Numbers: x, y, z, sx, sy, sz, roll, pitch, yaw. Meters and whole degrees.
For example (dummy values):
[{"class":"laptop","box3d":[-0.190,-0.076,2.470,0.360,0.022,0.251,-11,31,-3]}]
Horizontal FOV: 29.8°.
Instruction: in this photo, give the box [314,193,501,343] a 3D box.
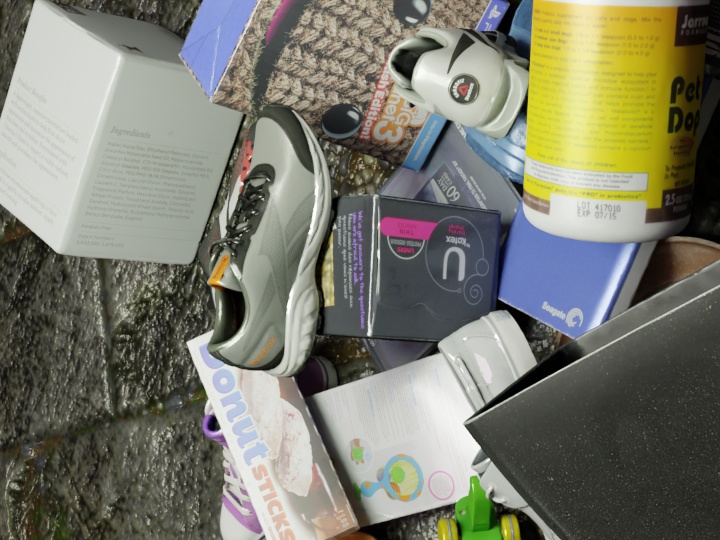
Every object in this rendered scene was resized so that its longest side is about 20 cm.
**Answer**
[{"class":"box","box3d":[0.000,0.000,1.057,0.200,0.122,0.106,1,87,55]}]

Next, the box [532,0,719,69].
[{"class":"box","box3d":[0.224,-0.225,0.900,0.200,0.044,0.161,24,103,13]}]

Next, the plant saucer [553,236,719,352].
[{"class":"plant saucer","box3d":[0.223,0.077,0.938,0.200,0.037,0.201,-5,83,44]}]

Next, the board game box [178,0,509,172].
[{"class":"board game box","box3d":[-0.014,-0.191,1.071,0.160,0.200,0.097,-62,35,20]}]

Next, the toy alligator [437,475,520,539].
[{"class":"toy alligator","box3d":[0.091,0.243,1.040,0.054,0.059,0.201,-107,12,-75]}]

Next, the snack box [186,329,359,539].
[{"class":"snack box","box3d":[-0.073,0.134,1.109,0.072,0.024,0.200,-25,70,-1]}]

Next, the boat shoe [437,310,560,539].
[{"class":"boat shoe","box3d":[0.112,0.131,0.974,0.072,0.068,0.200,-135,24,-80]}]

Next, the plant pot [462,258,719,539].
[{"class":"plant pot","box3d":[0.215,0.097,0.796,0.200,0.199,0.178,-33,86,27]}]

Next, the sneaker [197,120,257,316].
[{"class":"sneaker","box3d":[-0.105,-0.041,1.243,0.098,0.071,0.201,2,88,42]}]

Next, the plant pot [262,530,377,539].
[{"class":"plant pot","box3d":[-0.062,0.330,1.095,0.200,0.200,0.184,-9,95,43]}]

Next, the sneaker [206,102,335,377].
[{"class":"sneaker","box3d":[-0.070,-0.024,0.985,0.074,0.079,0.201,-1,84,57]}]

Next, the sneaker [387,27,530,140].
[{"class":"sneaker","box3d":[0.063,-0.146,0.969,0.200,0.088,0.074,-102,32,-80]}]

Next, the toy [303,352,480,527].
[{"class":"toy","box3d":[0.030,0.141,1.105,0.200,0.047,0.115,-20,80,27]}]

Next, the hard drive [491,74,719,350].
[{"class":"hard drive","box3d":[0.170,-0.055,0.976,0.132,0.025,0.200,30,100,55]}]

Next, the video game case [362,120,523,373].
[{"class":"video game case","box3d":[0.055,-0.020,1.124,0.200,0.019,0.143,-48,55,29]}]

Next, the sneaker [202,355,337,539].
[{"class":"sneaker","box3d":[-0.107,0.161,1.196,0.073,0.114,0.201,33,109,39]}]

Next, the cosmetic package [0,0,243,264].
[{"class":"cosmetic package","box3d":[-0.238,-0.132,1.317,0.165,0.165,0.200,35,110,40]}]

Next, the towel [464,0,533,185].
[{"class":"towel","box3d":[0.143,-0.169,1.006,0.200,0.048,0.112,-64,23,15]}]

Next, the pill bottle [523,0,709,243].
[{"class":"pill bottle","box3d":[0.161,-0.124,0.855,0.109,0.109,0.201,17,112,44]}]
